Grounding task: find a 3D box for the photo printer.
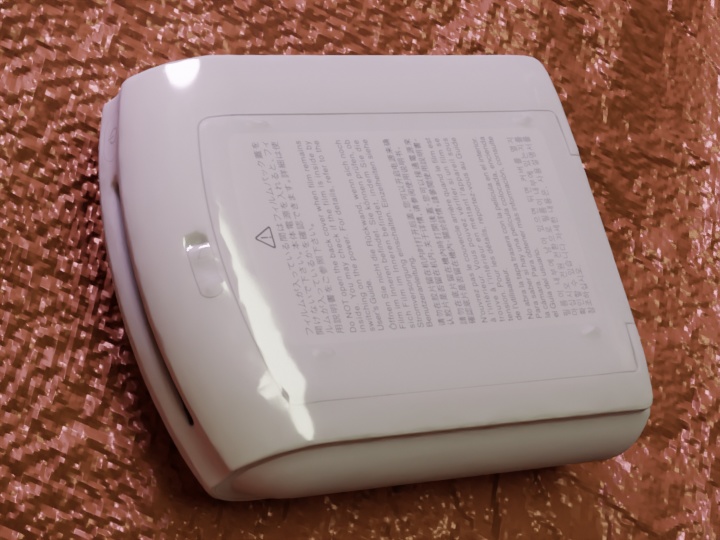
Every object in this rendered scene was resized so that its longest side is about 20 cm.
[{"bbox_3d":[0.000,0.000,0.929,0.199,0.069,0.167,-4,68,-36],"label":"photo printer"}]
